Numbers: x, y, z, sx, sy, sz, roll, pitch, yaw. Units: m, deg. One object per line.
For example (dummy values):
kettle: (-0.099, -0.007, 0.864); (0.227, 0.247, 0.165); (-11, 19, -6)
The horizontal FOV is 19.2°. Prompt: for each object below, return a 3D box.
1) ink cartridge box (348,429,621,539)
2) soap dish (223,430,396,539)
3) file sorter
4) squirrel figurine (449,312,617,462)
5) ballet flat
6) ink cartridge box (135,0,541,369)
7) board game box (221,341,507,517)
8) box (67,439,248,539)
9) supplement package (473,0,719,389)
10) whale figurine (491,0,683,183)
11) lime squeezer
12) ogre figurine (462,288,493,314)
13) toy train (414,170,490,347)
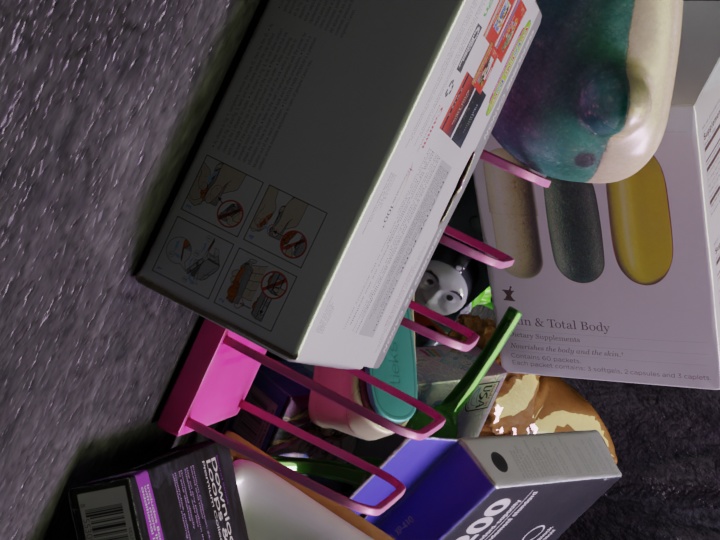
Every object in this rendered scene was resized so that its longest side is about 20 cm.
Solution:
ink cartridge box: (0.039, 0.175, 1.314); (0.200, 0.043, 0.198); (5, 135, -50)
soap dish: (-0.065, 0.216, 1.189); (0.201, 0.157, 0.081); (-58, -171, -13)
file sorter: (0.004, 0.013, 1.118); (0.201, 0.125, 0.139); (-65, 172, 5)
squirrel figurine: (0.067, 0.089, 1.607); (0.141, 0.186, 0.200); (-38, 132, -15)
ballet flat: (0.000, 0.000, 1.238); (0.070, 0.069, 0.201); (87, 8, -73)
ink cartridge box: (-0.001, -0.061, 0.968); (0.201, 0.084, 0.176); (-64, 167, 0)
board game box: (-0.019, 0.144, 1.339); (0.198, 0.043, 0.201); (-5, 125, -47)
box: (-0.087, 0.162, 1.046); (0.200, 0.036, 0.144); (-8, 87, -82)
supplement package: (0.169, -0.052, 1.359); (0.151, 0.151, 0.201); (-54, 140, -51)
whale figurine: (0.116, -0.137, 1.131); (0.200, 0.103, 0.160); (101, -10, -51)
lime squeezer: (0.024, 0.095, 1.285); (0.199, 0.071, 0.038); (-29, -162, -26)
ogre figurine: (0.104, -0.028, 1.752); (0.200, 0.098, 0.121); (-82, -176, -79)
toy train: (0.060, -0.022, 1.437); (0.114, 0.085, 0.200); (-45, -171, 38)
